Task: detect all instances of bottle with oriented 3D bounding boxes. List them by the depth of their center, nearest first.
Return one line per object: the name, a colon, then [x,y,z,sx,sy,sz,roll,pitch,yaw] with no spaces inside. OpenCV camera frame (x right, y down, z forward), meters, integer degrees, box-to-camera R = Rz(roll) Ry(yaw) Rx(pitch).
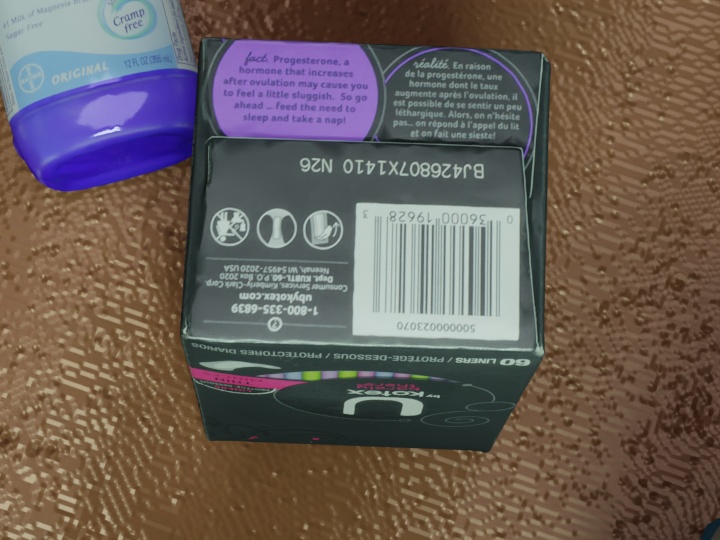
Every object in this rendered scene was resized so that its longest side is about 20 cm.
bottle: [-0.124,-0.137,0.830,0.083,0.065,0.201,-14,76,-4]

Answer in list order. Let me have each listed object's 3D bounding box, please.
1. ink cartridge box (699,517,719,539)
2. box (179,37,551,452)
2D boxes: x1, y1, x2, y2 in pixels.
ink cartridge box: [0.164,0.161,0.691,0.128,0.200,0.125,33,77,7]
box: [0.000,0.000,0.728,0.122,0.200,0.107,3,76,0]
